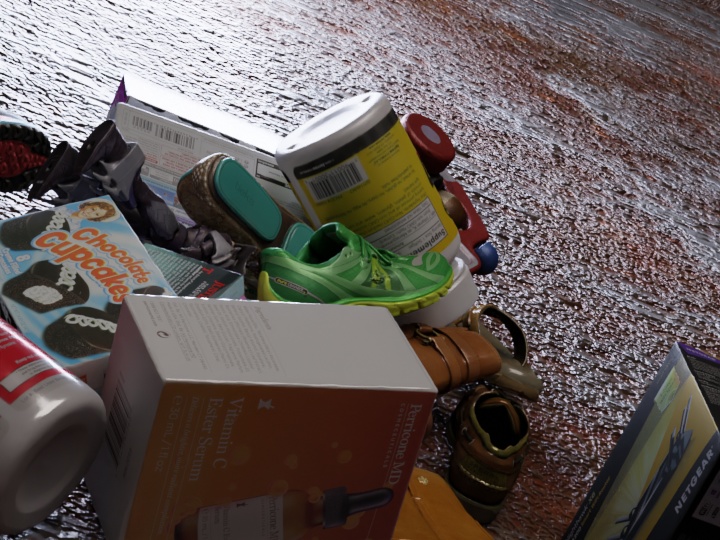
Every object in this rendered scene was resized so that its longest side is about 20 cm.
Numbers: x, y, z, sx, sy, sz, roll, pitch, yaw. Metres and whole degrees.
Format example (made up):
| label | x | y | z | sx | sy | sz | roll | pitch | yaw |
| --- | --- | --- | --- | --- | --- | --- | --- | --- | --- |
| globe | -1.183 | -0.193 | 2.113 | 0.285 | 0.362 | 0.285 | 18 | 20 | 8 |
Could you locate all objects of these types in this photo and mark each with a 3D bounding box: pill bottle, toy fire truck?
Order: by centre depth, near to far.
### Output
| label | x | y | z | sx | sy | sz | roll | pitch | yaw |
| --- | --- | --- | --- | --- | --- | --- | --- | --- | --- |
| pill bottle | -0.273 | 0.074 | 1.441 | 0.199 | 0.113 | 0.112 | 36 | 24 | 21 |
| pill bottle | 0.018 | -0.043 | 1.915 | 0.201 | 0.114 | 0.114 | 62 | 16 | -15 |
| toy fire truck | 0.053 | -0.050 | 2.102 | 0.168 | 0.112 | 0.200 | 49 | 27 | 10 |

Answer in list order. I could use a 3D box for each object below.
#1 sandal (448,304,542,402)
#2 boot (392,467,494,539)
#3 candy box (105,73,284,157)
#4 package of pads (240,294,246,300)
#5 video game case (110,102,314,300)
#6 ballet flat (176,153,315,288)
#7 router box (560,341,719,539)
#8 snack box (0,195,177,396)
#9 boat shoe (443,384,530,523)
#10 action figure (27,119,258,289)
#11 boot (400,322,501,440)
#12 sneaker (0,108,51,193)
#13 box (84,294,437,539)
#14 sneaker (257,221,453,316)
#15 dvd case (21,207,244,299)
| label | x | y | z | sx | sy | sz | roll | pitch | yaw |
| --- | --- | --- | --- | --- | --- | --- | --- | --- | --- |
| sandal | 0.116 | 0.061 | 1.952 | 0.080 | 0.054 | 0.200 | 20 | 9 | -21 |
| boot | 0.085 | 0.204 | 1.598 | 0.200 | 0.071 | 0.144 | 9 | 34 | -24 |
| candy box | -0.137 | -0.111 | 2.041 | 0.199 | 0.061 | 0.136 | 21 | 10 | -12 |
| package of pads | -0.127 | 0.074 | 1.653 | 0.120 | 0.076 | 0.200 | 11 | 26 | -25 |
| video game case | -0.131 | -0.044 | 1.894 | 0.199 | 0.022 | 0.183 | 19 | 46 | -18 |
| ballet flat | -0.082 | -0.023 | 1.832 | 0.200 | 0.065 | 0.071 | 51 | 49 | -30 |
| router box | 0.229 | 0.178 | 1.650 | 0.052 | 0.201 | 0.158 | 21 | 22 | -16 |
| snack box | -0.201 | 0.019 | 1.571 | 0.115 | 0.037 | 0.200 | -14 | 36 | -20 |
| boat shoe | 0.112 | 0.134 | 1.793 | 0.071 | 0.068 | 0.200 | 23 | 21 | -4 |
| action figure | -0.164 | -0.033 | 1.749 | 0.130 | 0.070 | 0.200 | -10 | -41 | 46 |
| boot | 0.050 | 0.090 | 1.791 | 0.154 | 0.077 | 0.200 | 1 | 13 | -30 |
| sneaker | -0.363 | -0.119 | 1.841 | 0.199 | 0.080 | 0.095 | 18 | 12 | -41 |
| box | -0.071 | 0.111 | 1.490 | 0.198 | 0.153 | 0.107 | 3 | 30 | -23 |
| sneaker | 0.000 | 0.000 | 1.788 | 0.199 | 0.084 | 0.074 | -8 | 1 | -42 |
| dvd case | -0.207 | 0.018 | 1.627 | 0.199 | 0.022 | 0.146 | 16 | 37 | 26 |
